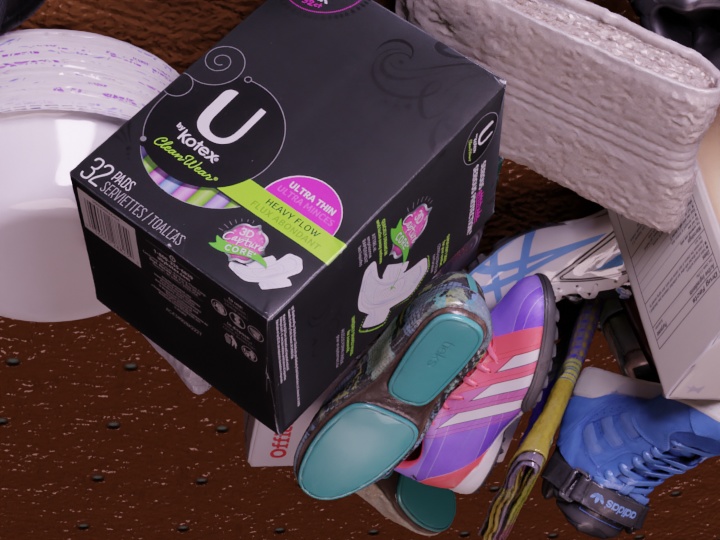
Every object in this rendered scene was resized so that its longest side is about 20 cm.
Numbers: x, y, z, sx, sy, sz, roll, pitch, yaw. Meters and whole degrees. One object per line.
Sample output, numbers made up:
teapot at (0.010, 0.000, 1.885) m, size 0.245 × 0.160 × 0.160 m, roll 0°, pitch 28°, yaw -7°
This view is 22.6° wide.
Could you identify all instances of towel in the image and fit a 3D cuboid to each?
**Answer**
towel at (0.135, 0.091, 1.288) m, size 0.023 × 0.200 × 0.144 m, roll 22°, pitch 147°, yaw 6°
towel at (0.107, -0.105, 1.033) m, size 0.199 × 0.035 × 0.133 m, roll 28°, pitch 149°, yaw 16°

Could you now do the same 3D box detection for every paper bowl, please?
paper bowl at (-0.188, -0.044, 1.093) m, size 0.200 × 0.105 × 0.201 m, roll -6°, pitch 146°, yaw -4°

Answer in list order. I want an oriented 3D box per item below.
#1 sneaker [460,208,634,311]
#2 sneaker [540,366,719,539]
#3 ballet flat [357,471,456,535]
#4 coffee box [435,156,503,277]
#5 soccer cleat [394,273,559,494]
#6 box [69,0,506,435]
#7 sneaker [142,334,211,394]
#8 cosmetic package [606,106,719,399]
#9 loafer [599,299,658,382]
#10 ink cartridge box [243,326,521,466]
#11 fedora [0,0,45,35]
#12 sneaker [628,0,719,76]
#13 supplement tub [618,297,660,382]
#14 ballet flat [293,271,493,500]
sneaker at (0.146, -0.002, 1.224) m, size 0.199 × 0.073 × 0.072 m, roll -24°, pitch 168°, yaw 12°
sneaker at (0.187, 0.128, 1.172) m, size 0.077 × 0.112 × 0.200 m, roll 29°, pitch 169°, yaw -25°
ballet flat at (0.011, 0.159, 1.484) m, size 0.062 × 0.068 × 0.200 m, roll 5°, pitch 153°, yaw 36°
coffee box at (0.000, 0.000, 1.152) m, size 0.200 × 0.044 × 0.123 m, roll -34°, pitch 156°, yaw -26°
soccer cleat at (0.075, 0.078, 1.220) m, size 0.073 × 0.068 × 0.200 m, roll 11°, pitch 134°, yaw -14°
box at (-0.036, -0.043, 1.003) m, size 0.200 × 0.148 × 0.125 m, roll -44°, pitch 157°, yaw -26°
sneaker at (-0.090, 0.020, 1.219) m, size 0.115 × 0.075 × 0.200 m, roll -40°, pitch 179°, yaw -8°
cosmetic package at (0.211, -0.031, 1.099) m, size 0.071 × 0.201 × 0.105 m, roll 2°, pitch 146°, yaw -21°
loafer at (0.236, 0.086, 1.401) m, size 0.072 × 0.063 × 0.200 m, roll -21°, pitch 144°, yaw 19°
ink cartridge box at (0.018, 0.072, 1.318) m, size 0.199 × 0.084 × 0.146 m, roll 0°, pitch 143°, yaw -12°
fedora at (-0.258, -0.141, 0.942) m, size 0.200 × 0.092 × 0.201 m, roll -5°, pitch 145°, yaw -4°
sneaker at (0.237, -0.144, 1.021) m, size 0.199 × 0.115 × 0.076 m, roll 8°, pitch 145°, yaw -25°
supplement tub at (0.287, 0.012, 1.252) m, size 0.199 × 0.107 × 0.107 m, roll -27°, pitch 143°, yaw 8°
ballet flat at (0.023, 0.075, 1.205) m, size 0.074 × 0.074 × 0.200 m, roll 19°, pitch 129°, yaw -34°
